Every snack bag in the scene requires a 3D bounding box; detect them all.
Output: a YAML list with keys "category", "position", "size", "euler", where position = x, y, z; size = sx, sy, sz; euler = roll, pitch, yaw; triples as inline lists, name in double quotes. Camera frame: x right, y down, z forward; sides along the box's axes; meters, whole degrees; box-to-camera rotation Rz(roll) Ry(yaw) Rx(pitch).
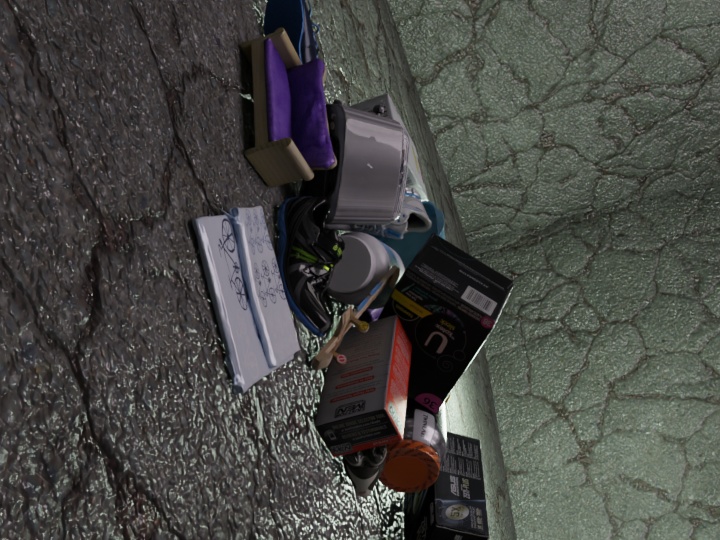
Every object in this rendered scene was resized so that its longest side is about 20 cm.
- category: "snack bag"
  position: [-0.119, 0.022, 0.889]
  size: [0.200, 0.021, 0.189]
  euler: [-22, 99, -78]

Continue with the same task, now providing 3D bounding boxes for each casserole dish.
- category: "casserole dish"
  position: [0.070, -0.037, 1.388]
  size: [0.039, 0.200, 0.122]
  euler: [32, 42, -39]

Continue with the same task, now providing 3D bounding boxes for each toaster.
- category: "toaster"
  position: [-0.009, -0.139, 1.176]
  size: [0.114, 0.129, 0.201]
  euler: [19, -75, 60]

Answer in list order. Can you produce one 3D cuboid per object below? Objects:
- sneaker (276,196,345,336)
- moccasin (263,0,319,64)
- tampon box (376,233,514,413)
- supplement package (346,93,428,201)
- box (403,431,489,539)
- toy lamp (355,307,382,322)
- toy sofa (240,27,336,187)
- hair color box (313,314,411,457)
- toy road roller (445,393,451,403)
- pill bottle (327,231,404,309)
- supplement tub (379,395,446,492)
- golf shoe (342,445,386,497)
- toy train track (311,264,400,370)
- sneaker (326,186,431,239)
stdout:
- category: "sneaker"
  position: [-0.060, -0.013, 1.047]
  size: [0.071, 0.082, 0.200]
  euler: [55, 25, -59]
- category: "moccasin"
  position: [-0.102, -0.334, 1.248]
  size: [0.068, 0.080, 0.201]
  euler: [-16, 105, -64]
- category: "tampon box"
  position: [0.111, 0.080, 1.230]
  size: [0.126, 0.150, 0.200]
  euler: [-48, 167, -56]
- category: "supplement package"
  position: [0.009, -0.178, 1.359]
  size: [0.200, 0.155, 0.111]
  euler: [45, 30, -67]
- category: "box"
  position: [0.131, 0.385, 1.300]
  size: [0.200, 0.086, 0.164]
  euler: [-84, -169, -56]
- category: "toy lamp"
  position: [0.042, 0.053, 1.438]
  size: [0.200, 0.058, 0.058]
  euler: [-31, 108, -63]
- category: "toy sofa"
  position: [-0.096, -0.217, 1.076]
  size: [0.083, 0.097, 0.201]
  euler: [55, 25, -58]
- category: "hair color box"
  position: [0.008, 0.151, 1.103]
  size: [0.200, 0.101, 0.061]
  euler: [-76, 145, -57]
- category: "toy road roller"
  position: [0.132, 0.159, 1.465]
  size: [0.146, 0.200, 0.123]
  euler: [45, 25, -24]
- category: "pill bottle"
  position: [0.000, 0.000, 1.245]
  size: [0.200, 0.108, 0.109]
  euler: [23, 54, -76]
- category: "supplement tub"
  position: [0.073, 0.239, 1.281]
  size: [0.200, 0.122, 0.123]
  euler: [-86, 159, -57]
- category: "golf shoe"
  position: [0.005, 0.223, 1.155]
  size: [0.200, 0.077, 0.088]
  euler: [-77, 170, -57]
- category: "toy train track"
  position: [0.004, 0.067, 1.117]
  size: [0.200, 0.032, 0.115]
  euler: [-49, 168, -36]
- category: "sneaker"
  position: [0.029, -0.085, 1.299]
  size: [0.087, 0.199, 0.075]
  euler: [58, -37, 37]
